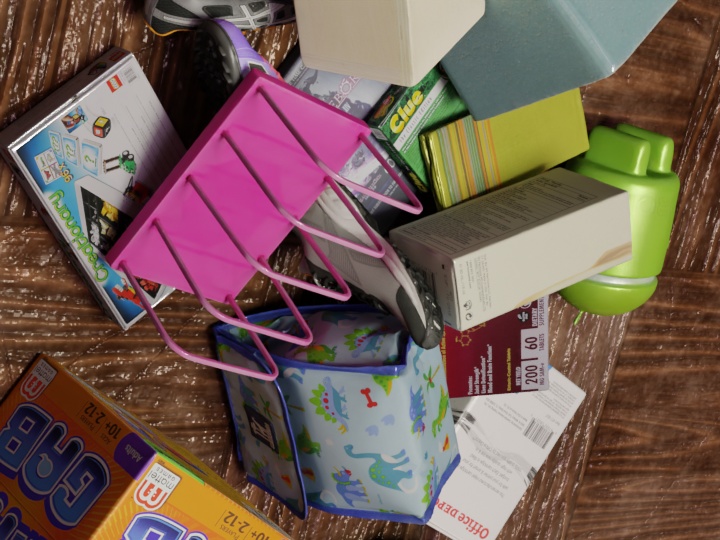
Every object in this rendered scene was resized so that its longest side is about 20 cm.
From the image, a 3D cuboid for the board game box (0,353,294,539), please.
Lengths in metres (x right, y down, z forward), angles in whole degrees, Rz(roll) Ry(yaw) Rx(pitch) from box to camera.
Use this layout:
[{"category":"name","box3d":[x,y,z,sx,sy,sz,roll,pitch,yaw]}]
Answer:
[{"category":"board game box","box3d":[-0.210,0.228,1.263,0.200,0.200,0.200,-53,132,-6]}]

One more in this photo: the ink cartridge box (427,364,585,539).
[{"category":"ink cartridge box","box3d":[0.115,0.166,1.566,0.146,0.084,0.200,38,84,-42]}]

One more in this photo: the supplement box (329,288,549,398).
[{"category":"supplement box","box3d":[0.073,0.061,1.445,0.200,0.061,0.109,-5,115,-2]}]

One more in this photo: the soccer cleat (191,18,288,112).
[{"category":"soccer cleat","box3d":[-0.081,-0.135,1.261,0.073,0.068,0.200,-33,140,-14]}]

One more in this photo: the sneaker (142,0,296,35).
[{"category":"sneaker","box3d":[-0.094,-0.224,1.253,0.200,0.078,0.077,-1,138,-43]}]

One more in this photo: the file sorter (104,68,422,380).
[{"category":"file sorter","box3d":[-0.071,-0.027,1.224,0.139,0.125,0.200,20,117,-49]}]

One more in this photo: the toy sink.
[{"category":"toy sink","box3d":[0.015,-0.265,1.191,0.130,0.112,0.200,-50,144,-42]}]

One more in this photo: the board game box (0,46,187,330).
[{"category":"board game box","box3d":[-0.195,-0.064,1.259,0.126,0.035,0.200,-40,128,-19]}]

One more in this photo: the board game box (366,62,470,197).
[{"category":"board game box","box3d":[0.091,-0.177,1.426,0.200,0.023,0.105,-55,133,-15]}]

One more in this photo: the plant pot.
[{"category":"plant pot","box3d":[0.147,-0.278,1.317,0.200,0.196,0.196,50,62,-16]}]

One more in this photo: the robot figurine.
[{"category":"robot figurine","box3d":[0.254,-0.044,1.563,0.175,0.116,0.200,-12,117,-47]}]

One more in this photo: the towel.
[{"category":"towel","box3d":[0.138,-0.121,1.454,0.200,0.018,0.086,-27,115,-34]}]

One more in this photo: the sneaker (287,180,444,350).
[{"category":"sneaker","box3d":[0.000,0.000,1.322,0.079,0.200,0.074,-42,151,0]}]

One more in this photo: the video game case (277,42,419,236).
[{"category":"video game case","box3d":[-0.013,-0.117,1.390,0.143,0.019,0.200,-53,132,-7]}]

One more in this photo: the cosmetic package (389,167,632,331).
[{"category":"cosmetic package","box3d":[0.137,-0.022,1.391,0.200,0.105,0.071,-20,116,-26]}]

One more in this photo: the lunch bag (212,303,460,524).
[{"category":"lunch bag","box3d":[-0.028,0.124,1.376,0.127,0.200,0.170,-51,138,-52]}]
